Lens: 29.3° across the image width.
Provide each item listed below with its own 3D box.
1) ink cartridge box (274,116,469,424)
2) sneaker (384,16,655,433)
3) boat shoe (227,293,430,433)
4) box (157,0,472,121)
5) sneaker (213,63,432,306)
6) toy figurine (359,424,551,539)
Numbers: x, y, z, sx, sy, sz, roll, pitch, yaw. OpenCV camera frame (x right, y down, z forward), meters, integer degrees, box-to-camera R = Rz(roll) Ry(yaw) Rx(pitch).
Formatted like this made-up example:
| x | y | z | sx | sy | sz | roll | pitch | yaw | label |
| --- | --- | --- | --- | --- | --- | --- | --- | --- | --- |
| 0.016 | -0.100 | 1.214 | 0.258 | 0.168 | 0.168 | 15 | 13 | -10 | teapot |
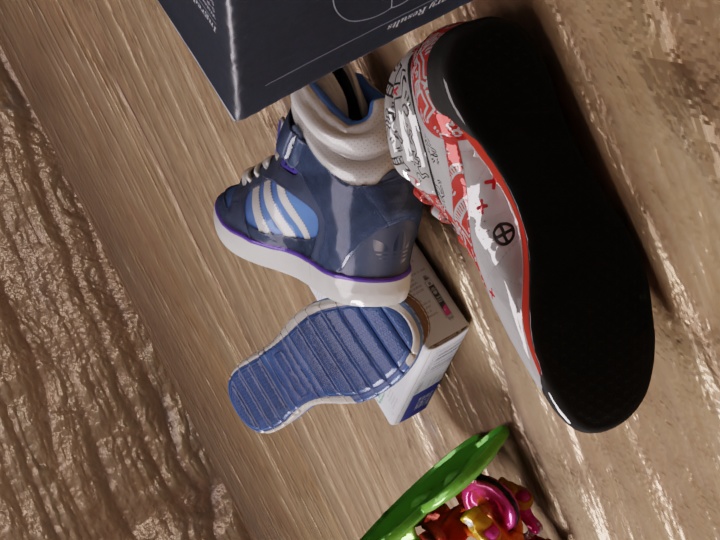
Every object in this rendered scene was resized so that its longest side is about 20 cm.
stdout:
| x | y | z | sx | sy | sz | roll | pitch | yaw | label |
| --- | --- | --- | --- | --- | --- | --- | --- | --- | --- |
| 0.000 | 0.000 | 1.029 | 0.201 | 0.043 | 0.197 | 59 | 165 | 15 | ink cartridge box |
| 0.074 | -0.023 | 0.672 | 0.202 | 0.067 | 0.108 | 67 | 166 | -10 | sneaker |
| -0.015 | 0.050 | 0.937 | 0.200 | 0.072 | 0.073 | -25 | 96 | 48 | boat shoe |
| -0.012 | -0.173 | 0.508 | 0.107 | 0.148 | 0.200 | 56 | 165 | 19 | box |
| -0.029 | -0.073 | 0.878 | 0.200 | 0.080 | 0.148 | 29 | 123 | 51 | sneaker |
| 0.108 | 0.227 | 1.001 | 0.184 | 0.150 | 0.200 | 46 | 140 | 3 | toy figurine |
